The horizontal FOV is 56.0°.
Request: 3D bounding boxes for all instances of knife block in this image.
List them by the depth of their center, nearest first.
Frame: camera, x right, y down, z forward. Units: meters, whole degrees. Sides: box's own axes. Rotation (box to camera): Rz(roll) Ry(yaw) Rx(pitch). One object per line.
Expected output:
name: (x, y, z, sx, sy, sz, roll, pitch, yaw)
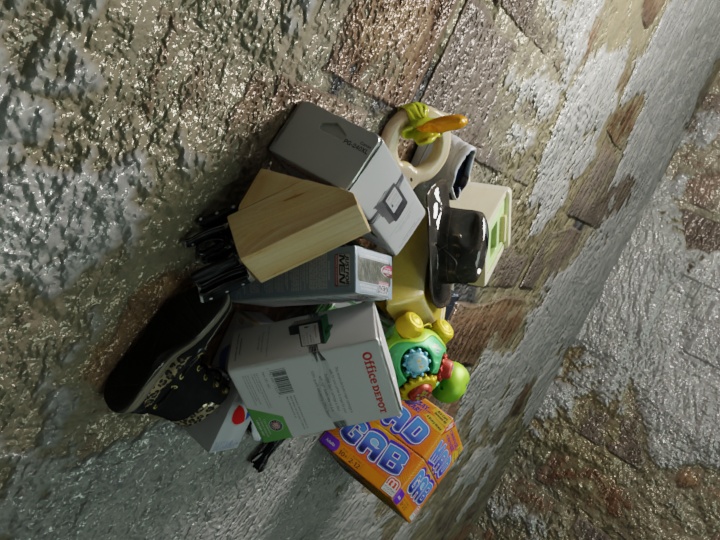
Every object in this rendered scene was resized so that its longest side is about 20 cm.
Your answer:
knife block: (-0.110, -0.027, 0.816, 0.177, 0.199, 0.064, -64, 154, -18)

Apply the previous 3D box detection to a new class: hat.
hat: (0.157, -0.041, 1.049, 0.200, 0.080, 0.202, 0, 90, -68)

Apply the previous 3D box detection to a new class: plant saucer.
plant saucer: (0.103, 0.010, 1.087, 0.200, 0.048, 0.201, 57, 38, -56)

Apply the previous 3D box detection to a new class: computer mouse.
computer mouse: (-0.158, 0.257, 1.141, 0.110, 0.044, 0.201, -43, 147, -25)

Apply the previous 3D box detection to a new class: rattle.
rattle: (0.098, -0.150, 1.054, 0.130, 0.142, 0.201, 6, 109, -48)

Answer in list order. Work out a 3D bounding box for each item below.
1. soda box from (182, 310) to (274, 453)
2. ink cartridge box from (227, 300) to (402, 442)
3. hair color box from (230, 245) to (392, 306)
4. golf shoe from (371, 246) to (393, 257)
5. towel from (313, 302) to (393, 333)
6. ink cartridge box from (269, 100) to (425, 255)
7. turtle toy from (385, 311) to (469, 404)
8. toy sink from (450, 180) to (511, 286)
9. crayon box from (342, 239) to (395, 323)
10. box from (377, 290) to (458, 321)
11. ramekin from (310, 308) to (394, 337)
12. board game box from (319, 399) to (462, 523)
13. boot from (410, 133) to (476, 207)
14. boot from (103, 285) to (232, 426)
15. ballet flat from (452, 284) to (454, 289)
soda box: (-0.182, 0.162, 0.994, 0.064, 0.068, 0.201, 12, 106, -59)
ink cartridge box: (-0.056, 0.137, 0.903, 0.198, 0.085, 0.147, -12, 126, 5)
hair color box: (-0.067, 0.011, 0.901, 0.099, 0.199, 0.061, 13, 75, -59)
golf shoe: (0.096, -0.028, 1.206, 0.097, 0.078, 0.200, -50, 157, 21)
towel: (-0.047, 0.134, 1.036, 0.152, 0.023, 0.201, 33, 91, -44)
ink cartridge box: (-0.013, -0.120, 0.917, 0.084, 0.145, 0.200, -55, 150, -7)
turtle toy: (0.090, 0.151, 1.040, 0.199, 0.102, 0.146, 16, 130, -43)
toy sink: (0.216, -0.085, 1.263, 0.200, 0.111, 0.131, -53, 146, -47)
crayon box: (0.000, 0.000, 1.062, 0.052, 0.126, 0.200, -48, 150, -3)
box: (0.081, 0.111, 1.310, 0.148, 0.104, 0.201, 4, 113, -57)
ramekin: (-0.037, 0.145, 1.169, 0.200, 0.097, 0.201, -37, 143, -33)
board game box: (0.070, 0.368, 1.430, 0.200, 0.199, 0.200, -49, 149, -16)
boot: (0.122, -0.137, 1.157, 0.073, 0.095, 0.201, -6, 123, -55)
boot: (-0.220, 0.119, 0.892, 0.200, 0.073, 0.151, -51, 148, -7)
ballet flat: (0.166, 0.018, 1.417, 0.201, 0.067, 0.064, 85, 18, -47)
